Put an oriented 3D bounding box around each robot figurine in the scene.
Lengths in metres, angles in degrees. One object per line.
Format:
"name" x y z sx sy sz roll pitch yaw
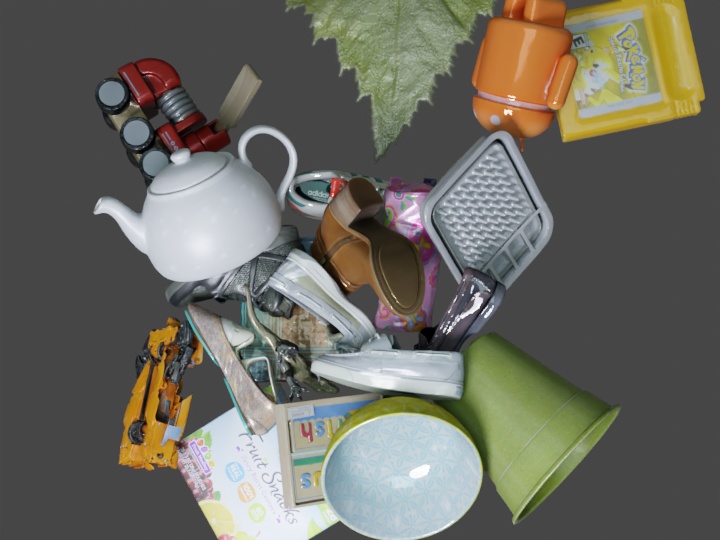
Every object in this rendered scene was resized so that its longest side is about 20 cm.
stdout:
"robot figurine" 0.214 -0.262 1.501 0.143 0.117 0.202 14 104 13
"robot figurine" -0.263 0.162 1.514 0.058 0.144 0.202 24 68 -32

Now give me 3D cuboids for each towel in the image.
"towel" -0.094 0.052 1.559 0.145 0.022 0.202 -1 85 5

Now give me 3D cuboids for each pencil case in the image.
"pencil case" 0.064 -0.019 1.498 0.087 0.087 0.202 5 102 5

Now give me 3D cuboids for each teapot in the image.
"teapot" -0.200 -0.090 1.463 0.196 0.200 0.147 -5 118 31

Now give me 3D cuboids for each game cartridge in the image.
"game cartridge" 0.355 -0.281 1.546 0.198 0.032 0.178 -12 84 5

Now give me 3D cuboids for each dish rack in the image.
"dish rack" 0.160 -0.068 1.478 0.172 0.201 0.043 -46 39 -15

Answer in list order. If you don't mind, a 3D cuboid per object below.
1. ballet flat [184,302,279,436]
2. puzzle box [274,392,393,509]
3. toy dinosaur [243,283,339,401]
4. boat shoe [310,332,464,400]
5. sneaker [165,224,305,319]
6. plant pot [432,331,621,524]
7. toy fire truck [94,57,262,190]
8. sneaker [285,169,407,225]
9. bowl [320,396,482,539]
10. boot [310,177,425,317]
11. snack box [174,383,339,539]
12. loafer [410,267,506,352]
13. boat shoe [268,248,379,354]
"ballet flat" -0.157 0.117 1.482 0.067 0.068 0.201 -30 80 1
"puzzle box" -0.015 0.230 1.479 0.198 0.025 0.134 -3 85 -33
"toy dinosaur" -0.094 0.112 1.471 0.047 0.088 0.201 -34 116 5
"boat shoe" 0.037 0.117 1.431 0.199 0.070 0.072 6 76 18
"sneaker" -0.159 0.026 1.519 0.198 0.076 0.115 -22 78 -2
"plant pot" 0.197 0.183 1.454 0.200 0.200 0.190 -46 72 0
"toy fire truck" -0.241 -0.224 1.554 0.199 0.129 0.177 -32 83 -10
"sneaker" -0.008 -0.095 1.528 0.198 0.093 0.071 8 86 6
"bowl" 0.049 0.229 1.427 0.198 0.108 0.202 -1 119 -1
"boot" 0.000 0.000 1.459 0.076 0.155 0.201 -18 68 -34
"snack box" -0.133 0.279 1.518 0.168 0.068 0.201 -31 84 4
"loafer" 0.105 0.079 1.469 0.063 0.072 0.200 36 110 -8
"boat shoe" -0.042 0.060 1.493 0.065 0.074 0.202 -47 120 -14
